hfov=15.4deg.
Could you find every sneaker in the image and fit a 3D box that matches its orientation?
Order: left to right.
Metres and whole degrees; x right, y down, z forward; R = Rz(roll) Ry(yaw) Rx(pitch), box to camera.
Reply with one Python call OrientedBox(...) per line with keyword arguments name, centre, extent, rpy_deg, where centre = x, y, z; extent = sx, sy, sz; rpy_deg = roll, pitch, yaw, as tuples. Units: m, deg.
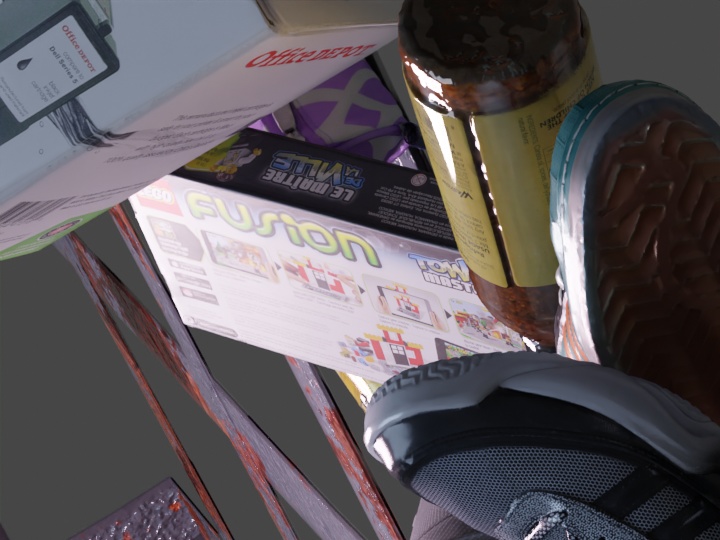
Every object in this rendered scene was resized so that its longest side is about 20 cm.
OrientedBox(name="sneaker", centre=(0.089, 0.009, 0.858), extent=(0.080, 0.071, 0.201), rpy_deg=(44, 163, 44))
OrientedBox(name="sneaker", centre=(0.088, 0.104, 0.803), extent=(0.199, 0.114, 0.076), rpy_deg=(22, 145, -12))

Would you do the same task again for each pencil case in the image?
OrientedBox(name="pencil case", centre=(-0.059, -0.110, 1.165), extent=(0.200, 0.084, 0.085), rpy_deg=(55, -161, 13))

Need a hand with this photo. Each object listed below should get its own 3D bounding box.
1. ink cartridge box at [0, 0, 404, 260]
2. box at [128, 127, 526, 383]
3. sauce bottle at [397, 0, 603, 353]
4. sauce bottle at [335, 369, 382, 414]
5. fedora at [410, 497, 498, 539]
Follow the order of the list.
OrientedBox(name="ink cartridge box", centre=(-0.098, -0.079, 1.005), extent=(0.084, 0.199, 0.145), rpy_deg=(62, -158, 4))
OrientedBox(name="box", centre=(0.000, 0.000, 1.093), extent=(0.199, 0.035, 0.110), rpy_deg=(16, 145, 29))
OrientedBox(name="sauce bottle", centre=(0.061, -0.022, 0.921), extent=(0.066, 0.066, 0.200), rpy_deg=(50, 166, 38))
OrientedBox(name="sauce bottle", centre=(0.046, 0.076, 1.268), extent=(0.200, 0.065, 0.065), rpy_deg=(55, 169, 23))
OrientedBox(name="fedora", centre=(0.079, 0.107, 1.041), extent=(0.200, 0.176, 0.091), rpy_deg=(63, -161, -53))
